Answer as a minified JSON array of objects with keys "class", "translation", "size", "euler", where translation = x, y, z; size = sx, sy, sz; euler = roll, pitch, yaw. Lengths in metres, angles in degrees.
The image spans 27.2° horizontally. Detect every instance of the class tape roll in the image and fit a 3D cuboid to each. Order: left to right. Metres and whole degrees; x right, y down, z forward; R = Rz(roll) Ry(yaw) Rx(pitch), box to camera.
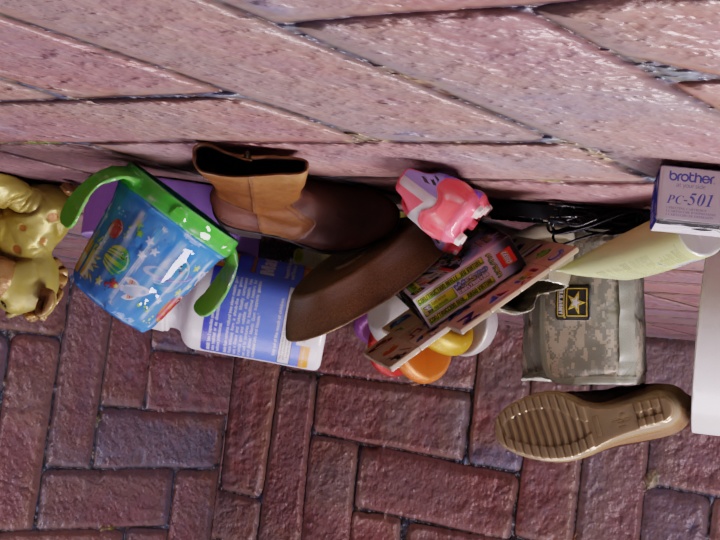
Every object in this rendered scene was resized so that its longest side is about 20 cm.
[{"class":"tape roll","translation":[-0.210,-0.058,1.669],"size":[0.198,0.066,0.200],"euler":[7,176,0]},{"class":"tape roll","translation":[0.408,0.070,1.484],"size":[0.138,0.204,0.203],"euler":[5,175,16]}]

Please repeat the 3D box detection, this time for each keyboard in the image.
[{"class":"keyboard","translation":[0.215,-0.040,1.426],"size":[0.199,0.040,0.104],"euler":[4,176,21]}]

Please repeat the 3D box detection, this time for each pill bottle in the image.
[{"class":"pill bottle","translation":[-0.132,0.038,1.620],"size":[0.198,0.113,0.112],"euler":[11,176,-2]}]

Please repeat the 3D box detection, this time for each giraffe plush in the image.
[{"class":"giraffe plush","translation":[-0.408,-0.024,1.763],"size":[0.198,0.163,0.173],"euler":[7,175,-4]}]

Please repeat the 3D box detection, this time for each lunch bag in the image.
[{"class":"lunch bag","translation":[0.241,0.039,1.569],"size":[0.117,0.165,0.200],"euler":[2,175,-10]}]

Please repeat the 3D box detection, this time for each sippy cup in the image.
[{"class":"sippy cup","translation":[-0.212,-0.016,1.469],"size":[0.177,0.131,0.140],"euler":[37,179,-4]}]

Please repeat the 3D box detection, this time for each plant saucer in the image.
[{"class":"plant saucer","translation":[0.000,0.000,1.485],"size":[0.199,0.036,0.200],"euler":[-31,-167,8]}]

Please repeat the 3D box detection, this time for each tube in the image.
[{"class":"tube","translation":[0.257,-0.017,1.362],"size":[0.058,0.052,0.200],"euler":[46,157,-5]}]

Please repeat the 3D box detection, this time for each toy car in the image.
[{"class":"toy car","translation":[0.056,0.050,1.823],"size":[0.174,0.201,0.150],"euler":[7,131,-37]}]

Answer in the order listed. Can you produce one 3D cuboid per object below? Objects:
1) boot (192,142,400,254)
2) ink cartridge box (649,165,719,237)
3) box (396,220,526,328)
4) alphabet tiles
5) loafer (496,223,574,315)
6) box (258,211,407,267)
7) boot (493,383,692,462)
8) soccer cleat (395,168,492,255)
[{"class":"boot","translation":[-0.053,-0.077,1.375],"size":[0.187,0.069,0.200],"euler":[11,166,2]},{"class":"ink cartridge box","translation":[0.325,-0.046,1.138],"size":[0.198,0.045,0.094],"euler":[6,177,8]},{"class":"box","translation":[0.085,-0.004,1.455],"size":[0.110,0.035,0.200],"euler":[-34,-168,-3]},{"class":"alphabet tiles","translation":[0.095,0.029,1.398],"size":[0.199,0.008,0.167],"euler":[-35,-168,-9]},{"class":"loafer","translation":[0.140,0.016,1.538],"size":[0.075,0.069,0.200],"euler":[17,145,-36]},{"class":"box","translation":[-0.038,-0.034,1.670],"size":[0.199,0.076,0.050],"euler":[1,174,42]},{"class":"boot","translation":[0.251,0.159,1.562],"size":[0.199,0.073,0.166],"euler":[-9,173,17]},{"class":"soccer cleat","translation":[0.073,-0.059,1.339],"size":[0.076,0.067,0.200],"euler":[38,-176,3]}]
